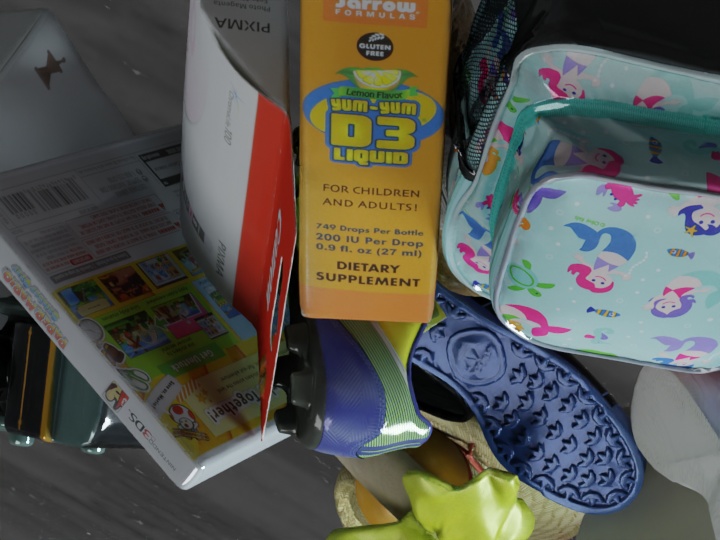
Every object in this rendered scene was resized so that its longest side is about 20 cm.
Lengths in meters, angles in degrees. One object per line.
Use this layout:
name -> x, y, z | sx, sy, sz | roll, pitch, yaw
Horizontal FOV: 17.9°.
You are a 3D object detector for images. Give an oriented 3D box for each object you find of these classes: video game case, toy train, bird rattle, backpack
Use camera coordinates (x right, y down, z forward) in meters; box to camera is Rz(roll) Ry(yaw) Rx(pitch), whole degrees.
video game case -> -0.088, 0.011, 1.148 | 0.182, 0.200, 0.023 | 48, 120, 12
toy train -> -0.112, 0.059, 1.195 | 0.113, 0.086, 0.199 | 9, -179, 40
bird rattle -> 0.051, 0.127, 1.222 | 0.163, 0.113, 0.200 | 46, -167, 27
backpack -> 0.122, -0.044, 0.978 | 0.176, 0.152, 0.200 | 10, 154, -9

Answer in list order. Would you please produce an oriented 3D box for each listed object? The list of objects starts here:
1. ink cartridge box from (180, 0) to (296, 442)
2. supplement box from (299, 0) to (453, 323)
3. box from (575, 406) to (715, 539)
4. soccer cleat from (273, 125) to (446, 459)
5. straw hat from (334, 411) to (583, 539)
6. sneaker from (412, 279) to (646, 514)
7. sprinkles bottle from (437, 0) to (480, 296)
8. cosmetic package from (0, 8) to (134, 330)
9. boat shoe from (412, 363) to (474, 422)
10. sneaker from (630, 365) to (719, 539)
ink cartridge box -> -0.061, -0.048, 1.078 | 0.057, 0.201, 0.163 | 6, 141, -4
supplement box -> 0.005, -0.068, 0.998 | 0.066, 0.069, 0.201 | 3, 134, 2
box -> 0.227, 0.154, 1.179 | 0.199, 0.109, 0.128 | 5, 150, 35
soccer cleat -> 0.000, 0.001, 1.121 | 0.083, 0.201, 0.065 | 7, 149, -14
straw hat -> 0.033, 0.130, 1.342 | 0.200, 0.085, 0.202 | 21, 145, 16
sneaker -> 0.072, 0.041, 1.187 | 0.200, 0.078, 0.070 | 41, 115, 2
sprinkles bottle -> 0.037, -0.077, 1.081 | 0.068, 0.068, 0.201 | 9, 141, 31
cosmetic package -> -0.243, -0.029, 1.283 | 0.199, 0.167, 0.168 | 1, 136, 37
boat shoe -> -0.018, 0.026, 1.262 | 0.199, 0.068, 0.072 | 25, 147, 9
sneaker -> 0.208, 0.106, 1.083 | 0.088, 0.200, 0.076 | 1, 125, -24
